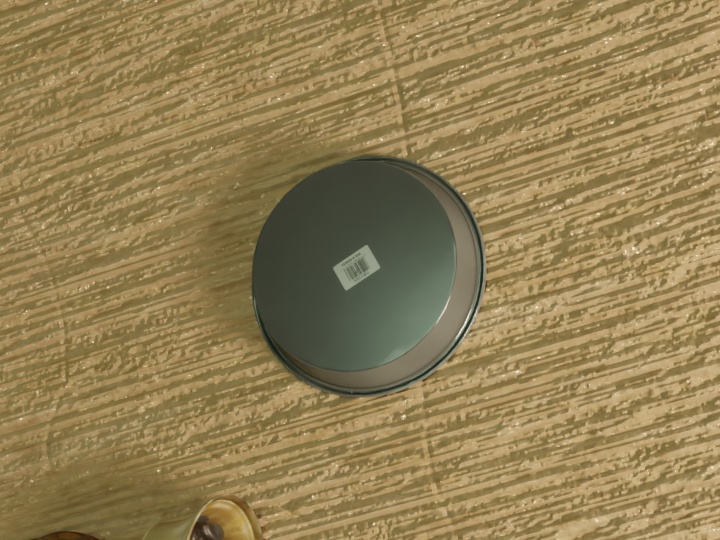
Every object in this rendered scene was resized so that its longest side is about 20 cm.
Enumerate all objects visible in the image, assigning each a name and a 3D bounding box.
[{"bbox_3d":[0.000,0.000,1.383,0.200,0.037,0.201,-5,76,18],"label":"cake pan"},{"bbox_3d":[-0.187,0.229,1.380,0.200,0.104,0.104,-3,76,31],"label":"hand bell"}]
